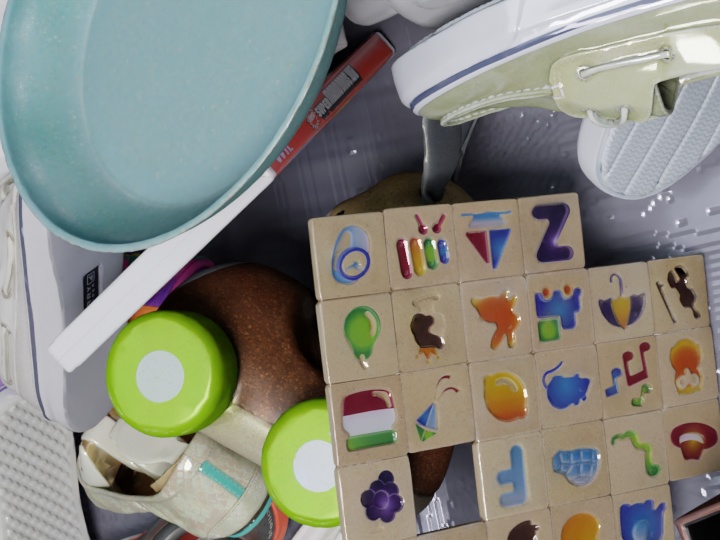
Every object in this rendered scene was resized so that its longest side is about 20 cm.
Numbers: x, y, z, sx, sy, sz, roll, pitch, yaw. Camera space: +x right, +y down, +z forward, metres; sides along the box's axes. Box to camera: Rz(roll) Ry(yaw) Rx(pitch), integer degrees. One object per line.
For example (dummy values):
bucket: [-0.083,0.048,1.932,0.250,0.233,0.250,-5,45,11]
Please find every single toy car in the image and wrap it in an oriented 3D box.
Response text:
toy car: [0.000,0.000,0.728,0.157,0.164,0.201,28,94,12]

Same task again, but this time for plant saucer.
plant saucer: [-0.072,-0.102,0.636,0.199,0.036,0.202,-12,71,38]

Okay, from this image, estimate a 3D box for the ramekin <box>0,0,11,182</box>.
ramekin: [-0.198,-0.124,0.825,0.200,0.097,0.202,179,90,-74]

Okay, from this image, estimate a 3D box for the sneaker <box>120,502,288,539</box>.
sneaker: [-0.120,0.185,0.848,0.077,0.082,0.200,38,114,-1]

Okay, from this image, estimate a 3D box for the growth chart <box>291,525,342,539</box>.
growth chart: [0.016,0.218,0.815,0.145,0.018,0.200,-45,71,26]

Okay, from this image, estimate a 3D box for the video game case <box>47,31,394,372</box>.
video game case: [-0.060,-0.039,0.742,0.017,0.200,0.143,46,117,-6]

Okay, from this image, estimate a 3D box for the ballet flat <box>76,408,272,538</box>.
ballet flat: [-0.111,0.093,0.818,0.199,0.062,0.068,-2,54,57]

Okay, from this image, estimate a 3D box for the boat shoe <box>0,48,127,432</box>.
boat shoe: [-0.153,-0.018,0.761,0.069,0.071,0.201,21,126,24]

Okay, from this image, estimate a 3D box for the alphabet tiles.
alphabet tiles: [0.075,0.052,0.674,0.008,0.199,0.169,-6,91,62]

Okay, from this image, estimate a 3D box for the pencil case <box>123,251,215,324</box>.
pencil case: [-0.161,0.016,0.872,0.199,0.088,0.089,14,101,30]

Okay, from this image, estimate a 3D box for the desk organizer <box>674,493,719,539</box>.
desk organizer: [0.211,0.178,0.656,0.071,0.077,0.201,-28,79,30]

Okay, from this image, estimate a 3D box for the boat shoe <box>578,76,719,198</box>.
boat shoe: [0.151,-0.127,0.679,0.201,0.072,0.062,-62,34,20]

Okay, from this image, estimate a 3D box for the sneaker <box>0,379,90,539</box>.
sneaker: [-0.212,0.149,0.931,0.114,0.072,0.202,20,112,50]

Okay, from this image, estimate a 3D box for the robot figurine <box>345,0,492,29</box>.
robot figurine: [0.062,-0.171,0.633,0.199,0.113,0.170,-19,42,35]

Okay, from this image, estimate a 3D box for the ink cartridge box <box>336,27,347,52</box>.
ink cartridge box: [-0.072,-0.142,0.739,0.116,0.067,0.202,-22,78,58]

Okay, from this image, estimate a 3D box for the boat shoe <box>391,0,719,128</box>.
boat shoe: [0.105,-0.088,0.611,0.199,0.072,0.062,-17,89,28]
